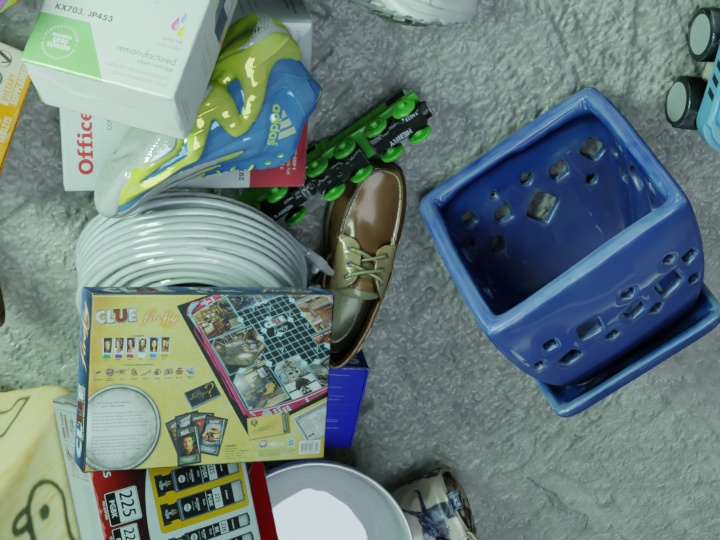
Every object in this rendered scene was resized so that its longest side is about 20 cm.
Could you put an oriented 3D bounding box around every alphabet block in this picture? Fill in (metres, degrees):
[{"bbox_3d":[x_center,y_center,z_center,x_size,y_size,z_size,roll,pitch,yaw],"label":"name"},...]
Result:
[{"bbox_3d":[-0.317,0.242,1.070,0.194,0.201,0.197,-8,127,30],"label":"alphabet block"}]

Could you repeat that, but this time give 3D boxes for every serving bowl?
[{"bbox_3d":[-0.049,0.276,1.208,0.197,0.066,0.203,-1,98,-8],"label":"serving bowl"}]

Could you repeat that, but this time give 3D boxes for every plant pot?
[{"bbox_3d":[0.194,-0.005,1.102,0.199,0.201,0.180,-33,128,7],"label":"plant pot"}]

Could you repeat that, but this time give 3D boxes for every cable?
[{"bbox_3d":[-0.144,0.012,1.059,0.198,0.070,0.200,-19,144,24],"label":"cable"}]

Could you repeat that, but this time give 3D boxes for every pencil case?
[{"bbox_3d":[0.024,0.284,1.282,0.198,0.090,0.078,-29,129,5],"label":"pencil case"}]

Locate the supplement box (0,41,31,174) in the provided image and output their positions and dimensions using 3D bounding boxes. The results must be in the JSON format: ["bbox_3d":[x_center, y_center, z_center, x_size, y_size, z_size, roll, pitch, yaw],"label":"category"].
[{"bbox_3d":[-0.359,-0.136,0.930,0.198,0.073,0.128,21,80,-24],"label":"supplement box"}]

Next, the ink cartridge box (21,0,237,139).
[{"bbox_3d":[-0.149,-0.208,0.889,0.116,0.202,0.067,14,161,6],"label":"ink cartridge box"}]

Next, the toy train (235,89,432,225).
[{"bbox_3d":[-0.025,-0.092,1.076,0.199,0.057,0.042,-33,123,8],"label":"toy train"}]

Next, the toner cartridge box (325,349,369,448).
[{"bbox_3d":[-0.098,0.116,1.185,0.197,0.043,0.096,5,117,-16],"label":"toner cartridge box"}]

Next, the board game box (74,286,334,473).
[{"bbox_3d":[-0.119,0.082,0.970,0.197,0.035,0.138,1,97,-26],"label":"board game box"}]

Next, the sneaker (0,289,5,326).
[{"bbox_3d":[-0.385,-0.016,1.024,0.112,0.071,0.201,-28,114,-1],"label":"sneaker"}]

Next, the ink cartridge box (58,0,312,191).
[{"bbox_3d":[-0.144,-0.145,1.001,0.197,0.083,0.148,-3,120,-12],"label":"ink cartridge box"}]

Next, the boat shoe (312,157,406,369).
[{"bbox_3d":[0.000,0.000,1.124,0.075,0.074,0.202,7,117,-17],"label":"boat shoe"}]

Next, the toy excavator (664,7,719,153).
[{"bbox_3d":[0.360,-0.170,1.040,0.098,0.201,0.197,4,119,-16],"label":"toy excavator"}]

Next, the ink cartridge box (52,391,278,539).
[{"bbox_3d":[-0.144,0.184,1.033,0.174,0.084,0.203,-14,94,-28],"label":"ink cartridge box"}]

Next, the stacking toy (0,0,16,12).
[{"bbox_3d":[-0.273,-0.211,0.863,0.108,0.201,0.117,-17,123,-3],"label":"stacking toy"}]

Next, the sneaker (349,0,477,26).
[{"bbox_3d":[0.015,-0.254,0.986,0.198,0.078,0.101,10,97,-29],"label":"sneaker"}]

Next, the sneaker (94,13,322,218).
[{"bbox_3d":[-0.108,-0.094,0.946,0.200,0.076,0.105,-43,120,11],"label":"sneaker"}]
